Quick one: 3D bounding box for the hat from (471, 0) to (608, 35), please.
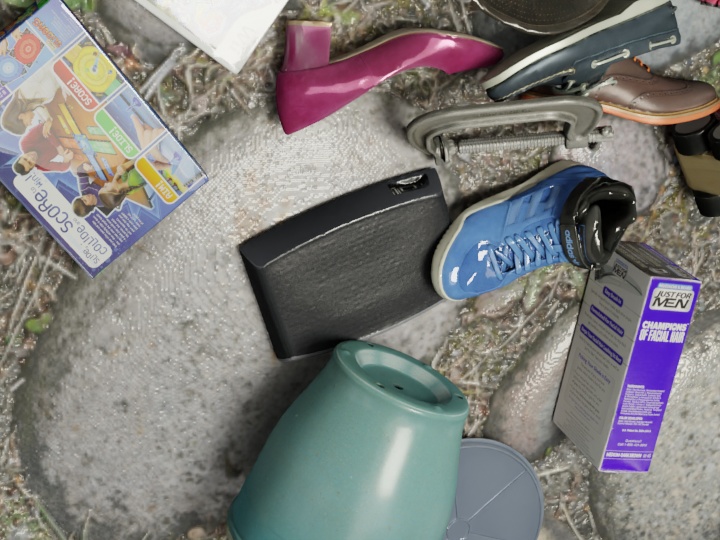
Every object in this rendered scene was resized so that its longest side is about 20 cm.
[{"bbox_3d":[0.142,-0.299,1.076,0.197,0.081,0.204,-2,95,-23],"label":"hat"}]

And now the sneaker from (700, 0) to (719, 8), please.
[{"bbox_3d":[0.412,-0.288,1.176,0.197,0.081,0.076,-9,110,-15],"label":"sneaker"}]

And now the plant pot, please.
[{"bbox_3d":[0.005,0.176,1.141,0.198,0.200,0.190,18,105,-23],"label":"plant pot"}]

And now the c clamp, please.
[{"bbox_3d":[0.136,-0.119,1.128,0.196,0.171,0.028,-4,80,-3],"label":"c clamp"}]

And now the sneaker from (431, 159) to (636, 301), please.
[{"bbox_3d":[0.164,-0.029,1.147,0.198,0.111,0.078,-31,119,-22],"label":"sneaker"}]

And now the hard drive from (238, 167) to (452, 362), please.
[{"bbox_3d":[0.000,0.000,1.165,0.197,0.042,0.137,-22,115,-10],"label":"hard drive"}]

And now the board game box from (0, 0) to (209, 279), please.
[{"bbox_3d":[-0.238,-0.110,1.047,0.135,0.034,0.201,-39,117,-1],"label":"board game box"}]

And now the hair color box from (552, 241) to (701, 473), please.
[{"bbox_3d":[0.259,0.083,1.247,0.064,0.109,0.203,4,109,-20],"label":"hair color box"}]

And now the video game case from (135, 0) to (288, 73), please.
[{"bbox_3d":[-0.139,-0.276,1.028,0.199,0.018,0.144,34,96,-26],"label":"video game case"}]

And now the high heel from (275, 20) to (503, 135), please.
[{"bbox_3d":[0.026,-0.162,1.094,0.196,0.067,0.098,1,100,-14],"label":"high heel"}]

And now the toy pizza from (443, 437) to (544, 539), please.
[{"bbox_3d":[0.096,0.260,1.301,0.197,0.032,0.203,-7,112,-17],"label":"toy pizza"}]

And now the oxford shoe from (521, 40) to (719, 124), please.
[{"bbox_3d":[0.247,-0.176,1.168,0.197,0.071,0.074,0,105,-18],"label":"oxford shoe"}]

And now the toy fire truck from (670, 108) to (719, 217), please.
[{"bbox_3d":[0.425,-0.123,1.199,0.199,0.175,0.130,-38,117,-18],"label":"toy fire truck"}]

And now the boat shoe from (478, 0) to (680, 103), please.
[{"bbox_3d":[0.193,-0.184,1.095,0.198,0.075,0.063,-29,107,-21],"label":"boat shoe"}]
